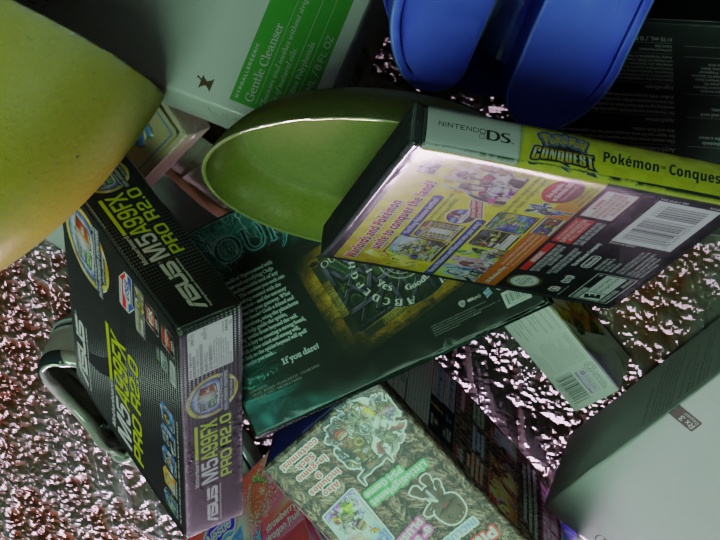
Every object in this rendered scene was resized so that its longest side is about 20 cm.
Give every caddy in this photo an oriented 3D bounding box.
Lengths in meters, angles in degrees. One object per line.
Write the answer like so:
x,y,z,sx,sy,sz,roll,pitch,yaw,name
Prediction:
0.091,-0.175,1.164,0.141,0.105,0.201,20,119,-7,caddy

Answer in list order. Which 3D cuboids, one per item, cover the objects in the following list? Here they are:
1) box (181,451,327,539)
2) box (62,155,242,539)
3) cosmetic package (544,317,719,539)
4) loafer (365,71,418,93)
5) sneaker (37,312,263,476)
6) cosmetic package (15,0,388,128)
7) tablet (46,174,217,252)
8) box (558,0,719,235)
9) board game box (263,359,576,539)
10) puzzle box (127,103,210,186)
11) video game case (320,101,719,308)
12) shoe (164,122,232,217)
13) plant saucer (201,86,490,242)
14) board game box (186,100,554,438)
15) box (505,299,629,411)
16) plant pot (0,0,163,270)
-0.058,0.215,1.556,0.094,0.103,0.200,10,140,-34,box
-0.130,0.047,1.350,0.160,0.044,0.201,50,151,35,box
0.226,0.116,1.402,0.113,0.081,0.200,37,128,-8,cosmetic package
-0.044,-0.126,1.363,0.200,0.063,0.072,33,162,1,loafer
-0.155,0.117,1.563,0.200,0.071,0.073,39,129,-7,sneaker
-0.093,-0.149,1.281,0.199,0.085,0.108,21,85,10,cosmetic package
-0.168,-0.045,1.492,0.200,0.014,0.130,35,129,-5,tablet
0.194,-0.099,1.264,0.199,0.079,0.142,5,121,19,box
0.044,0.145,1.422,0.097,0.160,0.200,-41,98,13,board game box
-0.193,-0.133,1.385,0.133,0.025,0.200,-41,80,37,puzzle box
0.088,-0.030,1.173,0.180,0.026,0.200,10,162,-12,video game case
-0.091,-0.081,1.396,0.199,0.070,0.053,29,134,4,shoe
0.012,-0.058,1.202,0.199,0.031,0.200,5,162,2,plant saucer
0.000,0.000,1.311,0.199,0.028,0.136,-25,83,10,board game box
0.099,0.004,1.401,0.041,0.039,0.200,-31,108,34,box
-0.230,-0.078,1.225,0.199,0.200,0.143,23,85,2,plant pot
